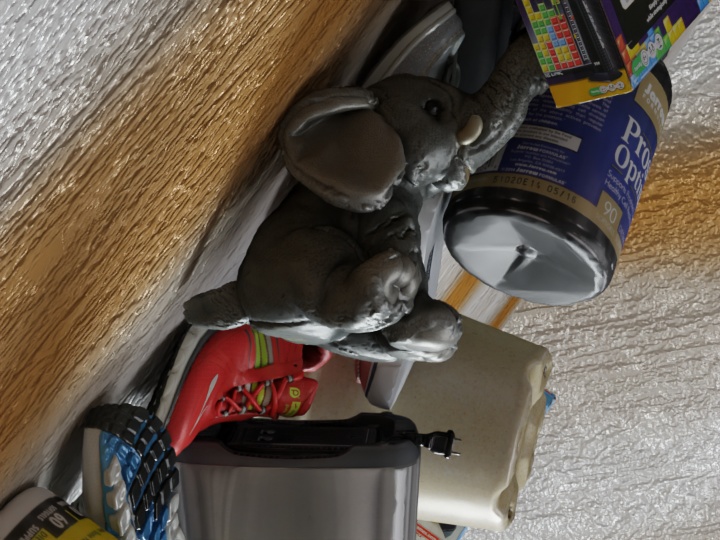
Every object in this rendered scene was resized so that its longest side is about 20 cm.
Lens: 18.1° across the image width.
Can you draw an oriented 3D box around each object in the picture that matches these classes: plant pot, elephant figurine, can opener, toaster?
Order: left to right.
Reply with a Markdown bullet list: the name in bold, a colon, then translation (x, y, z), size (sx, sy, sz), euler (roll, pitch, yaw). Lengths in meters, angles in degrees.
- **toaster**: translation (-0.035, 0.161, 1.452), size (0.114, 0.199, 0.130), euler (-81, 171, -80)
- **elephant figurine**: translation (0.010, -0.054, 1.312), size (0.141, 0.155, 0.201), euler (-8, -110, 55)
- **plant pot**: translation (0.033, 0.097, 1.590), size (0.200, 0.183, 0.201), euler (14, 90, -79)
- **can opener**: translation (0.062, -0.125, 1.468), size (0.053, 0.066, 0.201), euler (-44, 149, -64)

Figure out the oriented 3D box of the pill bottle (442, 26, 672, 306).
- **pill bottle**: translation (0.131, -0.088, 1.415), size (0.112, 0.111, 0.201), euler (108, 4, -63)

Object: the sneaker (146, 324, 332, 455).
- **sneaker**: translation (-0.070, 0.066, 1.413), size (0.077, 0.085, 0.200), euler (-62, 170, 32)

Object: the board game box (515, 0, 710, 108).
- **board game box**: translation (0.146, -0.214, 1.329), size (0.057, 0.166, 0.200), euler (-11, -159, 35)

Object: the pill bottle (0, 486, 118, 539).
- **pill bottle**: translation (-0.133, 0.220, 1.246), size (0.114, 0.200, 0.114), euler (-54, 172, -11)

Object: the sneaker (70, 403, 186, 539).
- **sneaker**: translation (-0.152, 0.153, 1.343), size (0.201, 0.086, 0.075), euler (82, 27, -42)

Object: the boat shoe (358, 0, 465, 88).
- **boat shoe**: translation (0.025, -0.086, 1.443), size (0.074, 0.065, 0.202), euler (-46, 167, -51)

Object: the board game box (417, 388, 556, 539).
- **board game box**: translation (0.016, 0.122, 1.743), size (0.196, 0.200, 0.056), euler (-55, 173, 2)

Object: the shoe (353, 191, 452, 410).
- **shoe**: translation (0.000, 0.000, 1.441), size (0.072, 0.091, 0.201), euler (-61, 166, -45)

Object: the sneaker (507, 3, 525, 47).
- **sneaker**: translation (0.106, -0.142, 1.516), size (0.086, 0.077, 0.201), euler (11, 86, -48)
